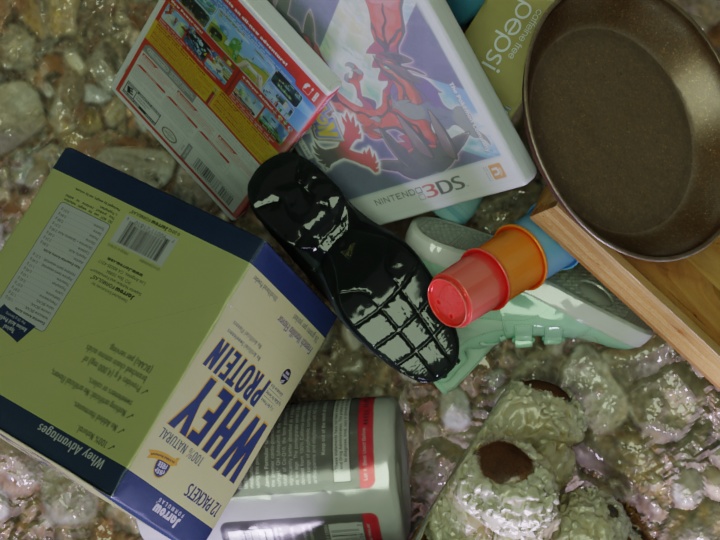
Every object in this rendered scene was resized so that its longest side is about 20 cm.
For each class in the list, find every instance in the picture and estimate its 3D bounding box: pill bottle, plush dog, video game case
[{"bbox_3d":[-0.065,0.155,1.467,0.198,0.111,0.112,-4,92,6],"label":"pill bottle"},{"bbox_3d":[0.135,0.196,1.417,0.171,0.200,0.161,33,111,4],"label":"plush dog"},{"bbox_3d":[-0.102,-0.135,1.435,0.143,0.200,0.017,47,56,3],"label":"video game case"},{"bbox_3d":[0.007,-0.128,1.378,0.181,0.023,0.201,-14,112,44],"label":"video game case"}]

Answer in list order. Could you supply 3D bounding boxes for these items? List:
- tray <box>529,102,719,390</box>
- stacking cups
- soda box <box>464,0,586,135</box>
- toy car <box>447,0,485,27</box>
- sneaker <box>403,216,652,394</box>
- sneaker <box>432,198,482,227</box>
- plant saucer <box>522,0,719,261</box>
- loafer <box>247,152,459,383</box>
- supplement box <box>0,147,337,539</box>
[{"bbox_3d":[0.217,-0.016,1.409,0.200,0.037,0.099,40,59,-17],"label":"tray"},{"bbox_3d":[0.127,-0.021,1.400,0.060,0.199,0.061,24,128,35],"label":"stacking cups"},{"bbox_3d":[0.124,-0.179,1.413,0.064,0.068,0.201,31,83,12],"label":"soda box"},{"bbox_3d":[0.027,-0.256,1.376,0.177,0.200,0.185,-40,91,-21],"label":"toy car"},{"bbox_3d":[0.110,0.043,1.472,0.199,0.074,0.119,19,116,-7],"label":"sneaker"},{"bbox_3d":[0.000,-0.087,1.469,0.198,0.074,0.083,23,91,6],"label":"sneaker"},{"bbox_3d":[0.183,-0.101,1.366,0.199,0.037,0.203,10,71,-31],"label":"plant saucer"},{"bbox_3d":[0.000,0.000,1.422,0.073,0.072,0.200,-38,79,-4],"label":"loafer"},{"bbox_3d":[-0.163,0.056,1.404,0.199,0.134,0.201,25,78,31],"label":"supplement box"}]
